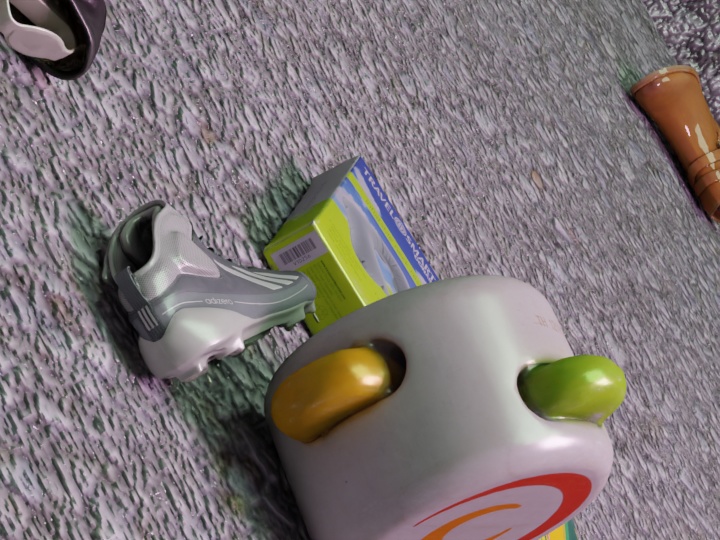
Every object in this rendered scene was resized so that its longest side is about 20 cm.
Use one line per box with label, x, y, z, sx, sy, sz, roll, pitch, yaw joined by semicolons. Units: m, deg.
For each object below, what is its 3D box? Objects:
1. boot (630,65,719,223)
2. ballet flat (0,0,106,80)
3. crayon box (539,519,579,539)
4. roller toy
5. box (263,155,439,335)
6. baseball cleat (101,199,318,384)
boot;0.380;-0.141;3.287;0.200;0.077;0.155;43;27;-64
ballet flat;-0.203;-0.174;1.590;0.200;0.068;0.068;43;32;-44
crayon box;0.085;0.127;1.871;0.119;0.058;0.200;-70;143;-66
roller toy;0.040;0.090;1.667;0.182;0.200;0.140;108;-37;-63
box;0.000;0.000;1.933;0.122;0.048;0.200;58;17;-9
baseball cleat;-0.084;0.003;1.636;0.107;0.070;0.200;61;16;0
